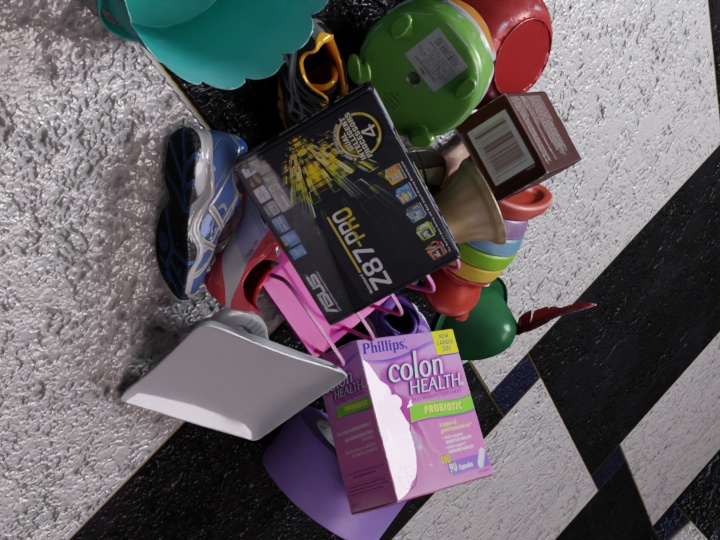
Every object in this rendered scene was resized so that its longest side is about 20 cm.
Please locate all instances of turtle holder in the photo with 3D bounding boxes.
[{"bbox_3d":[0.070,-0.211,0.965,0.132,0.140,0.187,-52,166,-47],"label":"turtle holder"}]

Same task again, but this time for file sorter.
[{"bbox_3d":[0.000,0.000,1.066,0.200,0.125,0.140,-39,109,-15],"label":"file sorter"}]

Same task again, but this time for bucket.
[{"bbox_3d":[-0.138,-0.270,0.755,0.206,0.135,0.209,-24,133,-29],"label":"bucket"}]

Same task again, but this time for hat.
[{"bbox_3d":[0.227,0.115,1.373,0.165,0.176,0.202,-24,134,-30],"label":"hat"}]

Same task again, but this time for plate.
[{"bbox_3d":[-0.150,0.127,1.041,0.199,0.033,0.199,23,136,-32],"label":"plate"}]

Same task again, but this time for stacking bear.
[{"bbox_3d":[0.146,-0.028,1.152,0.201,0.121,0.114,-66,171,31],"label":"stacking bear"}]

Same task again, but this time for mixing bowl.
[{"bbox_3d":[0.157,-0.272,1.065,0.199,0.108,0.202,-25,135,-28],"label":"mixing bowl"}]

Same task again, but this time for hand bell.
[{"bbox_3d":[0.050,-0.034,0.981,0.198,0.105,0.105,-26,138,-2],"label":"hand bell"}]

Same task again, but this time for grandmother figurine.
[{"bbox_3d":[0.165,-0.165,1.196,0.200,0.061,0.122,-41,149,-9],"label":"grandmother figurine"}]

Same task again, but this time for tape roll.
[{"bbox_3d":[-0.032,0.282,1.232,0.085,0.200,0.200,-52,141,4],"label":"tape roll"}]

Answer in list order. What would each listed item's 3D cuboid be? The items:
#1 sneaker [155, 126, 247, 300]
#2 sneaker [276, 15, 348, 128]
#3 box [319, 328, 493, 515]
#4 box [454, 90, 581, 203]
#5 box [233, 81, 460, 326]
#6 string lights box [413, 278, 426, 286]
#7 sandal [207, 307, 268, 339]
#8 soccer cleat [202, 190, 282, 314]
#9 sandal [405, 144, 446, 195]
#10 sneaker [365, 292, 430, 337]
[{"bbox_3d":[-0.166,-0.055,0.941,0.077,0.076,0.202,-12,132,-40],"label":"sneaker"},{"bbox_3d":[-0.046,-0.192,0.953,0.078,0.077,0.201,-41,141,-15],"label":"sneaker"},{"bbox_3d":[0.056,0.190,1.145,0.175,0.202,0.096,-2,161,-41],"label":"box"},{"bbox_3d":[0.188,-0.148,1.032,0.075,0.101,0.200,-30,177,28],"label":"box"},{"bbox_3d":[-0.011,-0.066,0.910,0.160,0.049,0.201,-26,109,10],"label":"box"},{"bbox_3d":[0.122,-0.034,1.252,0.199,0.059,0.104,2,117,-45],"label":"string lights box"},{"bbox_3d":[-0.150,0.088,1.094,0.082,0.050,0.203,-29,151,-4],"label":"sandal"},{"bbox_3d":[-0.105,-0.049,0.983,0.202,0.076,0.067,-65,154,-1],"label":"soccer cleat"},{"bbox_3d":[0.003,-0.110,0.978,0.199,0.058,0.080,-5,132,-19],"label":"sandal"},{"bbox_3d":[0.056,0.081,1.257,0.081,0.083,0.200,-49,142,-3],"label":"sneaker"}]
